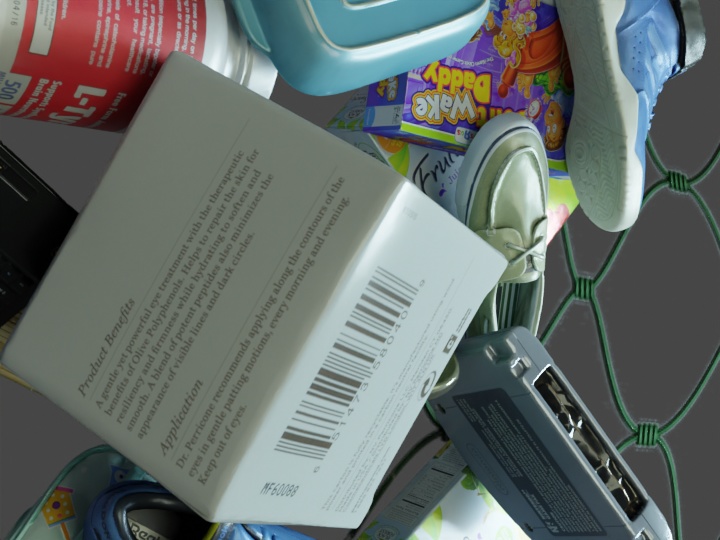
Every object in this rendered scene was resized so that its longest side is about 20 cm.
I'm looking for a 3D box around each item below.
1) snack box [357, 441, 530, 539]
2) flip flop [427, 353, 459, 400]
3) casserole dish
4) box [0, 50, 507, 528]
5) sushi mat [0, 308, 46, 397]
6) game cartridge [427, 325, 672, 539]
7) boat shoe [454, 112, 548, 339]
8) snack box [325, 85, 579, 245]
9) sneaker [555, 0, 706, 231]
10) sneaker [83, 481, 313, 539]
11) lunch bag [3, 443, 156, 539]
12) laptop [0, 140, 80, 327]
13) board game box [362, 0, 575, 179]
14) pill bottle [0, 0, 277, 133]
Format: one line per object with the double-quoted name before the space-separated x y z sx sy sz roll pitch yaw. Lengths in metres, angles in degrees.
"snack box" 0.097 0.247 1.030 0.142 0.053 0.201 -42 119 -26
"flip flop" 0.000 0.000 0.857 0.081 0.058 0.201 -18 70 -29
"casserole dish" 0.010 -0.184 0.789 0.199 0.039 0.122 -23 93 -36
"box" -0.053 0.021 0.731 0.200 0.171 0.200 -60 155 0
"sushi mat" -0.186 0.034 0.806 0.199 0.012 0.096 34 75 -37
"game cartridge" 0.126 0.131 0.921 0.041 0.133 0.201 -41 101 -26
"boat shoe" 0.110 -0.014 0.910 0.071 0.062 0.202 -15 125 -22
"snack box" 0.079 -0.083 0.975 0.143 0.053 0.201 -51 123 -24
"sneaker" 0.209 -0.134 0.929 0.110 0.077 0.202 -10 93 -27
"sneaker" -0.064 0.175 0.735 0.199 0.078 0.066 22 65 -15
"lunch bag" -0.169 0.219 0.777 0.160 0.077 0.201 39 67 -6
"laptop" -0.268 0.009 0.663 0.199 0.104 0.177 -37 120 12
"board game box" 0.100 -0.149 0.922 0.199 0.045 0.136 8 89 -37
"pill bottle" -0.152 -0.139 0.743 0.199 0.112 0.113 5 94 -39
